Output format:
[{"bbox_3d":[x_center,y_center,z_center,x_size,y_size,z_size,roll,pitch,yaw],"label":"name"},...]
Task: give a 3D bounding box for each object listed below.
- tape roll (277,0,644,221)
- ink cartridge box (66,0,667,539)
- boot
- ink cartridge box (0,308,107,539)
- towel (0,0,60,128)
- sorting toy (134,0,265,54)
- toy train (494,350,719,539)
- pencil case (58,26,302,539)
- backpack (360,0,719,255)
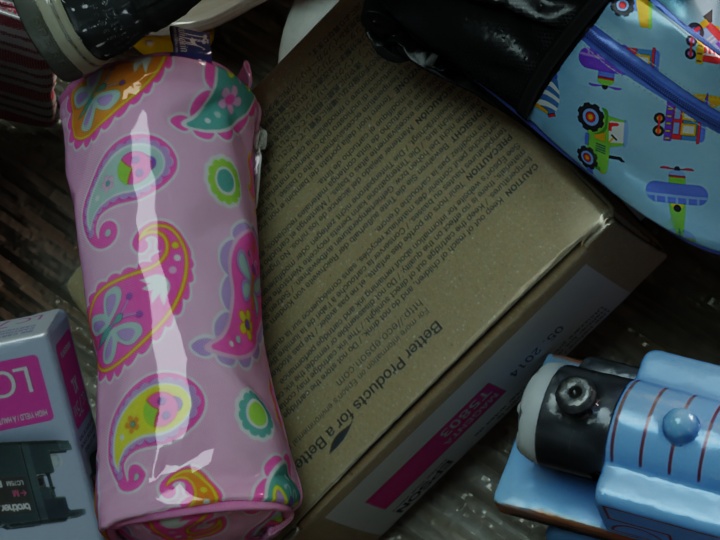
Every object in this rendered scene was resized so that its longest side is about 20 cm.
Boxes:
[{"bbox_3d":[0.062,-0.093,1.192,0.202,0.037,0.204,-7,61,12],"label":"tape roll"},{"bbox_3d":[0.000,0.000,1.102,0.200,0.075,0.165,-44,63,9],"label":"ink cartridge box"},{"bbox_3d":[-0.052,-0.169,1.061,0.153,0.074,0.204,-18,38,22],"label":"boot"},{"bbox_3d":[-0.153,0.123,1.060,0.119,0.201,0.042,-11,17,8],"label":"ink cartridge box"},{"bbox_3d":[-0.199,-0.114,1.153,0.146,0.200,0.030,18,78,-2],"label":"towel"},{"bbox_3d":[-0.061,-0.209,1.249,0.199,0.107,0.180,-25,35,24],"label":"sorting toy"},{"bbox_3d":[0.147,0.083,1.025,0.199,0.114,0.087,15,67,22],"label":"toy train"},{"bbox_3d":[-0.071,0.011,1.046,0.087,0.087,0.201,-10,71,10],"label":"pencil case"},{"bbox_3d":[0.130,-0.104,1.028,0.200,0.135,0.182,41,36,16],"label":"backpack"}]
